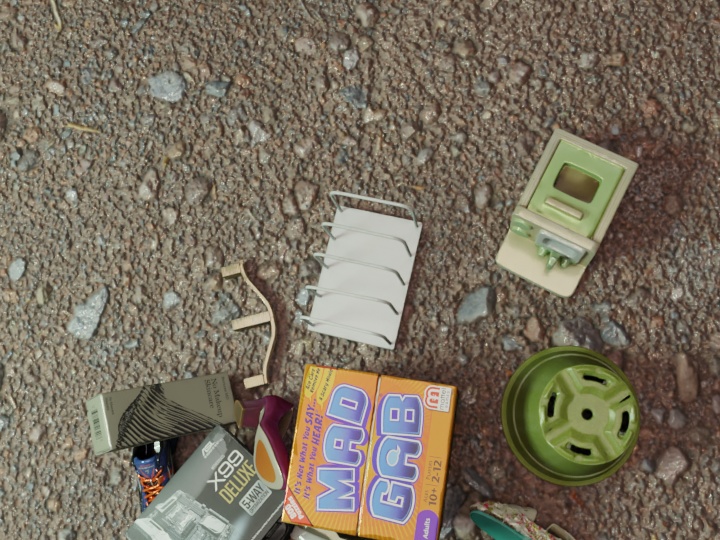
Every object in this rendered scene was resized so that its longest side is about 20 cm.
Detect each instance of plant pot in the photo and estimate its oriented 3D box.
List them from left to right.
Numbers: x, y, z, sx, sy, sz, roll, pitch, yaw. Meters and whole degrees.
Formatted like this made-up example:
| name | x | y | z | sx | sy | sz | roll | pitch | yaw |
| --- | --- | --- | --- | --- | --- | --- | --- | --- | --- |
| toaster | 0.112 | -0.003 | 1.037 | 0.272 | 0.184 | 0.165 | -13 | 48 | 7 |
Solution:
| name | x | y | z | sx | sy | sz | roll | pitch | yaw |
| --- | --- | --- | --- | --- | --- | --- | --- | --- | --- |
| plant pot | 0.293 | 0.193 | 1.053 | 0.198 | 0.190 | 0.202 | -1 | 79 | 7 |

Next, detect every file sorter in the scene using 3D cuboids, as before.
| name | x | y | z | sx | sy | sz | roll | pitch | yaw |
| --- | --- | --- | --- | --- | --- | --- | --- | --- | --- |
| file sorter | 0.000 | 0.000 | 1.164 | 0.138 | 0.125 | 0.202 | 12 | 82 | 11 |

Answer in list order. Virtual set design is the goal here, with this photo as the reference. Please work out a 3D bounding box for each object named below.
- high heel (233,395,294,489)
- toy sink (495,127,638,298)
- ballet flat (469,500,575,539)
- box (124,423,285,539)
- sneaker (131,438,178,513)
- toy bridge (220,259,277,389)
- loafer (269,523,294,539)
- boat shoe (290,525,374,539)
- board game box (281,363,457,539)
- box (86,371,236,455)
| name | x | y | z | sx | sy | sz | roll | pitch | yaw |
| --- | --- | --- | --- | --- | --- | --- | --- | --- | --- |
| high heel | -0.108 | 0.239 | 1.104 | 0.095 | 0.200 | 0.068 | 4 | 105 | -27 |
| toy sink | 0.295 | -0.081 | 1.143 | 0.130 | 0.112 | 0.201 | 28 | 84 | 12 |
| ballet flat | 0.245 | 0.373 | 1.098 | 0.199 | 0.076 | 0.064 | 35 | 55 | 8 |
| box | -0.205 | 0.344 | 1.104 | 0.157 | 0.050 | 0.200 | 38 | 79 | 17 |
| sneaker | -0.311 | 0.300 | 1.175 | 0.075 | 0.078 | 0.202 | -12 | 78 | 6 |
| toy bridge | -0.166 | 0.078 | 1.222 | 0.067 | 0.027 | 0.202 | -14 | 78 | 3 |
| loafer | -0.182 | 0.417 | 1.139 | 0.200 | 0.070 | 0.068 | -37 | 76 | 0 |
| boat shoe | -0.009 | 0.415 | 1.119 | 0.199 | 0.075 | 0.069 | 21 | 89 | 19 |
| board game box | 0.024 | 0.247 | 1.075 | 0.198 | 0.200 | 0.202 | 7 | 80 | 9 |
| box | -0.284 | 0.204 | 1.134 | 0.199 | 0.068 | 0.083 | -7 | 77 | -39 |
